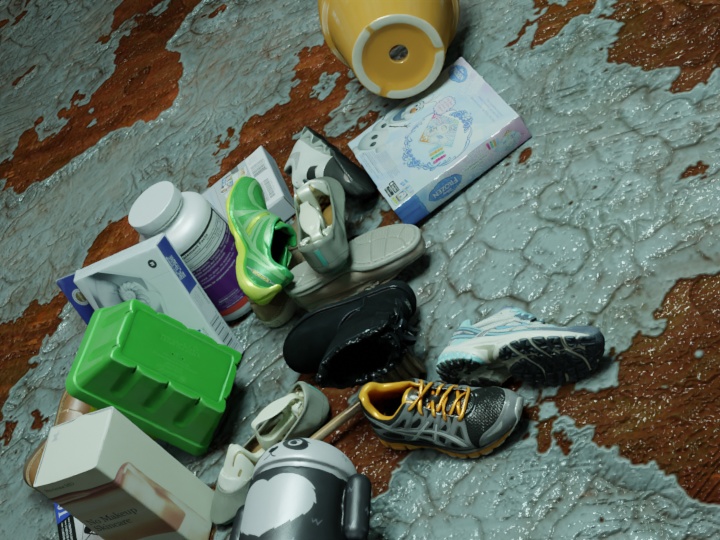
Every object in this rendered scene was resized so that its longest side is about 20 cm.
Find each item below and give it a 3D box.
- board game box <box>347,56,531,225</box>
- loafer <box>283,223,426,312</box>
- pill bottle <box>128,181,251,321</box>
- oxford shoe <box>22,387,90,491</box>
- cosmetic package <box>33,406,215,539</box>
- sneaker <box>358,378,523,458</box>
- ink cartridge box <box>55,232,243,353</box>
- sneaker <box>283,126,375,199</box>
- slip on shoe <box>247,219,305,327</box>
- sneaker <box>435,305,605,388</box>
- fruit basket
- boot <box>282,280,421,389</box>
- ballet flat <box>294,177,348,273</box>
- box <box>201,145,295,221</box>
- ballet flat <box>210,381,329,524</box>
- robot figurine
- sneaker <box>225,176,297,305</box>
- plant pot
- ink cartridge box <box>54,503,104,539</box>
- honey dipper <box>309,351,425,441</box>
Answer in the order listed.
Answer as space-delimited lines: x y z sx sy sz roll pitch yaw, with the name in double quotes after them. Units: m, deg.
0.100 -0.173 1.784 0.199 0.043 0.200 -38 36 5 "board game box"
0.000 0.000 1.701 0.200 0.063 0.072 -20 37 24 "loafer"
-0.218 -0.028 1.813 0.112 0.200 0.113 -26 39 23 "pill bottle"
-0.382 0.216 1.834 0.071 0.071 0.200 10 71 59 "oxford shoe"
-0.270 0.258 1.575 0.103 0.200 0.087 -21 40 29 "cosmetic package"
0.082 0.152 1.449 0.200 0.077 0.078 -10 46 36 "sneaker"
-0.287 0.068 1.787 0.200 0.200 0.041 -21 23 29 "ink cartridge box"
-0.047 -0.124 1.867 0.089 0.074 0.200 -54 33 6 "sneaker"
-0.096 -0.021 1.807 0.076 0.061 0.200 -1 53 44 "slip on shoe"
0.172 0.071 1.446 0.200 0.078 0.086 -10 44 38 "sneaker"
-0.273 0.153 1.705 0.215 0.216 0.156 -15 44 34 "fruit basket"
-0.020 0.091 1.566 0.198 0.073 0.163 -27 16 19 "boot"
-0.054 -0.076 1.709 0.067 0.064 0.200 -31 36 14 "ballet flat"
-0.195 -0.075 1.977 0.200 0.041 0.156 -37 36 7 "box"
-0.122 0.211 1.596 0.200 0.064 0.067 -47 36 -4 "ballet flat"
-0.067 0.273 1.426 0.150 0.125 0.200 8 50 1 "robot figurine"
-0.122 -0.044 1.750 0.083 0.074 0.200 -27 51 15 "sneaker"
0.044 -0.333 1.854 0.200 0.200 0.183 -31 32 17 "plant pot"
-0.337 0.315 1.715 0.094 0.044 0.200 -37 36 7 "ink cartridge box"
-0.012 0.164 1.561 0.200 0.038 0.038 -39 36 7 "honey dipper"
